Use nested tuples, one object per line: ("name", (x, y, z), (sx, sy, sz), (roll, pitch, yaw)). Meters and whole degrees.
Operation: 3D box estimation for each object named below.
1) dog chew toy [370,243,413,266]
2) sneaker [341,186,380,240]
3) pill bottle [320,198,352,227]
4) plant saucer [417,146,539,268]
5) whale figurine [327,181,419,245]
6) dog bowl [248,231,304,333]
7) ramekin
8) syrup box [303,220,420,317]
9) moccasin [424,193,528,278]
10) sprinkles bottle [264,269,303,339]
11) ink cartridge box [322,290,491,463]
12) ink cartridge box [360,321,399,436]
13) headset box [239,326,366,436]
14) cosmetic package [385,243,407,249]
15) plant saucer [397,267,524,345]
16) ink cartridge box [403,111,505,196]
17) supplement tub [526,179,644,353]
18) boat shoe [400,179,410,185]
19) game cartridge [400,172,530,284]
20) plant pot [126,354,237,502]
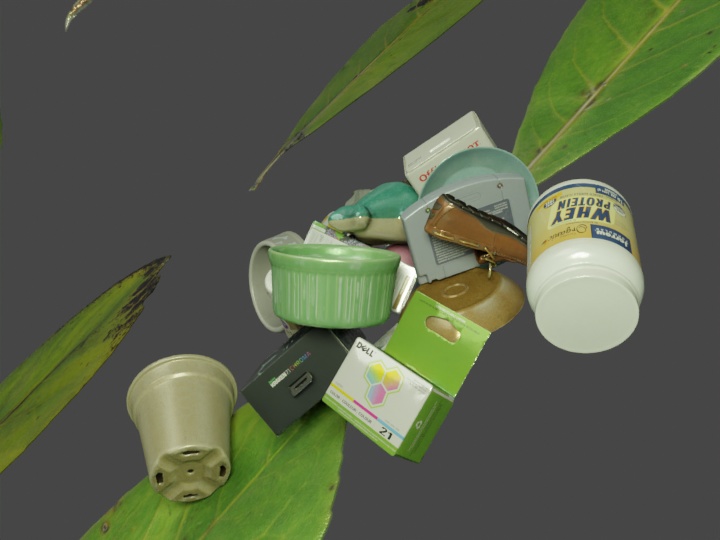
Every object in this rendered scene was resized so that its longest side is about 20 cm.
("dog chew toy", (0.017, 0.017, 1.315), (0.197, 0.126, 0.125), (-23, 29, 15))
("sneaker", (-0.010, -0.090, 1.423), (0.078, 0.075, 0.201), (5, 39, 19))
("pill bottle", (-0.048, -0.049, 1.505), (0.110, 0.112, 0.201), (1, 48, 54))
("plant saucer", (0.183, -0.100, 1.171), (0.200, 0.202, 0.039), (-36, 20, 8))
("whale figurine", (0.032, -0.098, 1.222), (0.157, 0.198, 0.106), (-4, 86, 39))
("dog bowl", (-0.155, 0.028, 1.435), (0.058, 0.204, 0.199), (-9, 6, -35))
("ramekin", (-0.040, 0.021, 1.090), (0.196, 0.100, 0.200), (3, 8, 0))
("syrup box", (0.000, 0.000, 1.222), (0.083, 0.197, 0.079), (-65, -14, -4))
("moccasin", (0.188, -0.039, 1.090), (0.079, 0.199, 0.074), (-62, 22, 18))
("sprinkles bottle", (-0.111, 0.074, 1.295), (0.067, 0.202, 0.069), (-6, 50, 7))
("ink cartridge box", (0.061, 0.132, 1.003), (0.147, 0.075, 0.202), (29, 88, 39))
("ink cartridge box", (0.051, 0.149, 1.132), (0.199, 0.051, 0.109), (-42, 25, -5))
("headset box", (-0.085, 0.150, 1.178), (0.174, 0.093, 0.200), (-41, 3, 7))
("cosmetic package", (0.113, -0.098, 1.409), (0.100, 0.071, 0.201), (-27, 28, 25))
("plant saucer", (0.146, 0.044, 1.108), (0.197, 0.036, 0.201), (-16, 22, 6))
("ink cartridge box", (0.182, -0.139, 1.229), (0.145, 0.201, 0.083), (-31, 26, 16))
("supplement tub", (0.286, -0.008, 0.950), (0.143, 0.145, 0.202), (-24, 30, 29))
("boat shoe", (0.093, -0.139, 1.345), (0.198, 0.060, 0.075), (-15, 40, 45))
("game cartridge", (0.166, -0.071, 1.134), (0.197, 0.135, 0.041), (-18, 25, -3))
("plant pot", (-0.299, 0.282, 1.265), (0.199, 0.201, 0.184), (-36, 37, 8))
